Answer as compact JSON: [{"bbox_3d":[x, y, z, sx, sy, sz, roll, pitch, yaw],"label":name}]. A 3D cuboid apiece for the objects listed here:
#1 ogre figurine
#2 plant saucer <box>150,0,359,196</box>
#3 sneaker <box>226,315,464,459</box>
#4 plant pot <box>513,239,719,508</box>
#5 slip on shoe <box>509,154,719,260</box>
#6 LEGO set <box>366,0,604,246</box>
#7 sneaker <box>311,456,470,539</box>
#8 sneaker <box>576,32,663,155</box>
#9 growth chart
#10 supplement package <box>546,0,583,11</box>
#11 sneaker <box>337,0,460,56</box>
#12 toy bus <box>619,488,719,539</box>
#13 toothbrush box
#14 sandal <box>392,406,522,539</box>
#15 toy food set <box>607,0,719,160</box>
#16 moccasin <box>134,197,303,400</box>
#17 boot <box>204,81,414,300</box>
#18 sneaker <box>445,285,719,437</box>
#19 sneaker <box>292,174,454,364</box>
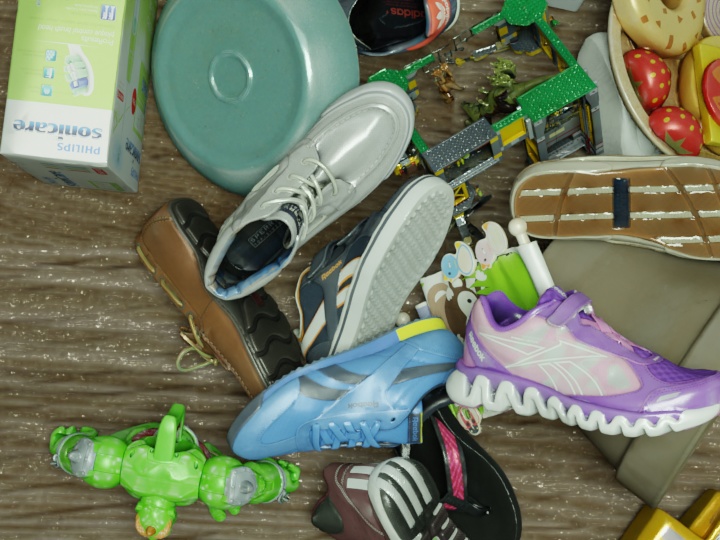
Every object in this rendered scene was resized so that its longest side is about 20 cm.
[{"bbox_3d":[-0.152,0.153,0.970,0.199,0.120,0.099,29,86,2],"label":"ogre figurine"},{"bbox_3d":[-0.096,-0.155,0.984,0.198,0.036,0.202,7,104,27],"label":"plant saucer"},{"bbox_3d":[-0.001,0.105,0.936,0.198,0.066,0.079,-22,61,-16],"label":"sneaker"},{"bbox_3d":[0.211,0.054,0.964,0.173,0.200,0.201,33,86,17],"label":"plant pot"},{"bbox_3d":[0.211,-0.051,0.921,0.198,0.061,0.077,1,108,10],"label":"slip on shoe"},{"bbox_3d":[0.107,-0.119,1.020,0.199,0.116,0.154,-36,58,-7],"label":"LEGO set"},{"bbox_3d":[0.027,0.226,0.999,0.076,0.115,0.201,-43,122,-38],"label":"sneaker"},{"bbox_3d":[0.247,-0.109,1.031,0.088,0.075,0.202,-22,92,-16],"label":"sneaker"},{"bbox_3d":[0.096,0.050,0.964,0.018,0.200,0.146,-23,80,-36],"label":"growth chart"},{"bbox_3d":[0.137,-0.341,0.996,0.149,0.152,0.202,13,86,0],"label":"supplement package"},{"bbox_3d":[-0.022,-0.205,0.994,0.198,0.085,0.076,-6,113,17],"label":"sneaker"},{"bbox_3d":[0.233,0.261,0.998,0.078,0.065,0.201,36,86,3],"label":"toy bus"},{"bbox_3d":[-0.216,-0.174,0.980,0.085,0.146,0.202,7,85,-1],"label":"toothbrush box"},{"bbox_3d":[0.056,0.146,0.998,0.075,0.045,0.201,-38,81,33],"label":"sandal"},{"bbox_3d":[0.282,-0.172,1.003,0.196,0.049,0.202,4,73,-29],"label":"toy food set"},{"bbox_3d":[-0.117,0.040,1.002,0.078,0.074,0.202,-41,85,28],"label":"moccasin"},{"bbox_3d":[-0.038,-0.052,0.923,0.073,0.096,0.200,41,113,-11],"label":"boot"},{"bbox_3d":[0.150,0.057,0.843,0.198,0.080,0.090,7,98,31],"label":"sneaker"},{"bbox_3d":[0.000,0.000,0.972,0.079,0.078,0.201,42,119,30],"label":"sneaker"}]
